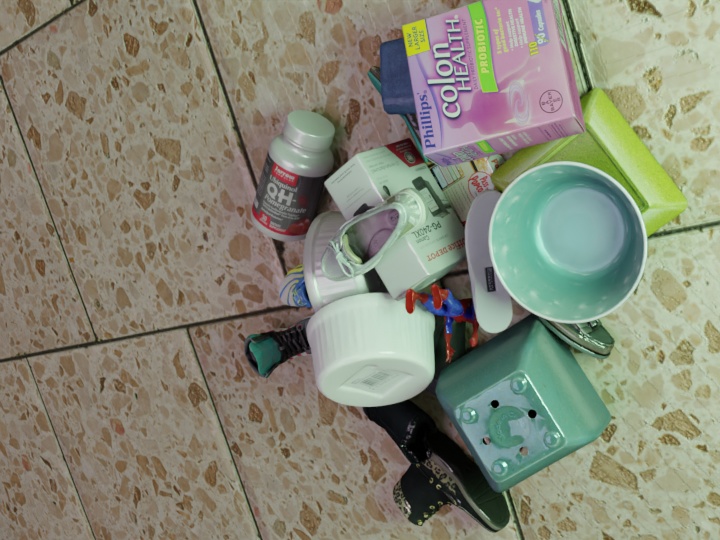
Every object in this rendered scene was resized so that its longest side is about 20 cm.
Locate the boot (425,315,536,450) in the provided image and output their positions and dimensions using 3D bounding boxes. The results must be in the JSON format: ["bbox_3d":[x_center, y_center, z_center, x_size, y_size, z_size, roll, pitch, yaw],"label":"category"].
[{"bbox_3d":[0.197,0.168,1.445,0.199,0.065,0.166,33,127,25],"label":"boot"}]

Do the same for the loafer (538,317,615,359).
[{"bbox_3d":[0.285,0.044,1.326,0.200,0.072,0.063,40,122,22],"label":"loafer"}]

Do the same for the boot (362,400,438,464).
[{"bbox_3d":[0.061,0.201,1.526,0.168,0.076,0.202,35,137,53],"label":"boot"}]

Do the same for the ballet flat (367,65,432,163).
[{"bbox_3d":[0.081,-0.243,1.371,0.201,0.071,0.072,60,135,31],"label":"ballet flat"}]

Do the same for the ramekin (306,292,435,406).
[{"bbox_3d":[0.019,0.126,1.394,0.200,0.199,0.099,-38,46,41],"label":"ramekin"}]

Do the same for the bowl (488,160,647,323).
[{"bbox_3d":[0.272,-0.043,1.179,0.199,0.105,0.203,7,105,26],"label":"bowl"}]

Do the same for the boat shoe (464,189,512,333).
[{"bbox_3d":[0.184,-0.016,1.324,0.070,0.070,0.203,-6,100,0],"label":"boat shoe"}]

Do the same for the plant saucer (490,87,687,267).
[{"bbox_3d":[0.296,-0.103,1.240,0.199,0.048,0.201,-40,84,29],"label":"plant saucer"}]

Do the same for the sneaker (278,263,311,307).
[{"bbox_3d":[-0.093,0.026,1.595,0.199,0.105,0.076,-24,92,41],"label":"sneaker"}]

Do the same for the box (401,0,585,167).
[{"bbox_3d":[0.171,-0.248,1.195,0.198,0.097,0.178,-12,82,21],"label":"box"}]

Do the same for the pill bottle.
[{"bbox_3d":[-0.107,-0.157,1.529,0.110,0.110,0.201,36,127,22],"label":"pill bottle"}]

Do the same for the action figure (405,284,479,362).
[{"bbox_3d":[0.131,0.080,1.338,0.065,0.199,0.100,-8,81,26],"label":"action figure"}]

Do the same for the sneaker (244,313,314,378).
[{"bbox_3d":[-0.139,0.135,1.665,0.199,0.120,0.084,-21,94,41],"label":"sneaker"}]

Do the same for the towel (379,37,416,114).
[{"bbox_3d":[0.125,-0.277,1.293,0.198,0.048,0.113,-1,85,22],"label":"towel"}]

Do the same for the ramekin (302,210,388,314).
[{"bbox_3d":[0.000,0.000,1.458,0.093,0.202,0.205,-10,101,29],"label":"ramekin"}]

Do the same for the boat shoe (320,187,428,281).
[{"bbox_3d":[0.006,-0.043,1.256,0.201,0.065,0.075,-32,85,40],"label":"boat shoe"}]

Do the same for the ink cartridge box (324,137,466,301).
[{"bbox_3d":[0.061,-0.076,1.340,0.083,0.145,0.201,-36,83,39],"label":"ink cartridge box"}]

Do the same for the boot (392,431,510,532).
[{"bbox_3d":[0.149,0.388,1.566,0.204,0.073,0.155,46,127,25],"label":"boot"}]

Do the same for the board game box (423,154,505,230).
[{"bbox_3d":[0.141,-0.102,1.395,0.199,0.046,0.153,-27,90,42],"label":"board game box"}]

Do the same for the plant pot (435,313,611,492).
[{"bbox_3d":[0.219,0.198,1.308,0.195,0.200,0.198,-33,85,16],"label":"plant pot"}]
